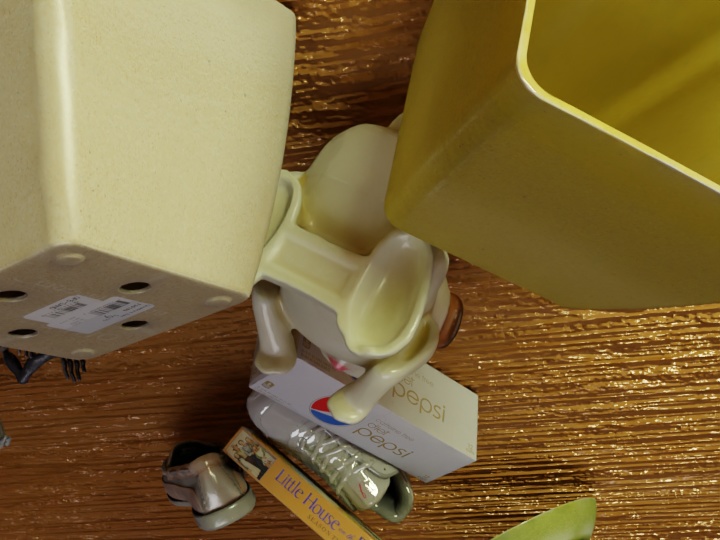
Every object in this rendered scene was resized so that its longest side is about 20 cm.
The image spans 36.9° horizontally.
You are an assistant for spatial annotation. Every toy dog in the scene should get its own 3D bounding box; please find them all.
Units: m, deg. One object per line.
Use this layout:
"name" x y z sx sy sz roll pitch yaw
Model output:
"toy dog" 0.000 0.000 0.713 0.139 0.195 0.200 16 159 15

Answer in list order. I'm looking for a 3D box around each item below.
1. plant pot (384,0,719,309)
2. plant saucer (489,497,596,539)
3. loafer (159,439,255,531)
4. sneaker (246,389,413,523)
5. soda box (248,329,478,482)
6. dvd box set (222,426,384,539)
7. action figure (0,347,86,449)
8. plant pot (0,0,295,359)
"plant pot" 0.121 -0.088 0.561 0.199 0.201 0.176 23 149 -20
"plant saucer" 0.147 0.282 1.038 0.199 0.031 0.200 -23 155 -11
"loafer" -0.142 0.175 0.964 0.063 0.072 0.200 67 162 -9
"sneaker" -0.014 0.154 0.922 0.078 0.099 0.200 -45 128 13
"soda box" 0.007 0.099 0.887 0.200 0.068 0.064 32 134 -28
"dvd box set" -0.026 0.216 0.942 0.200 0.029 0.146 38 172 13
"action figure" -0.331 0.088 0.897 0.199 0.102 0.119 -22 145 28
"plant pot" -0.158 -0.060 0.581 0.199 0.178 0.200 -20 157 29
